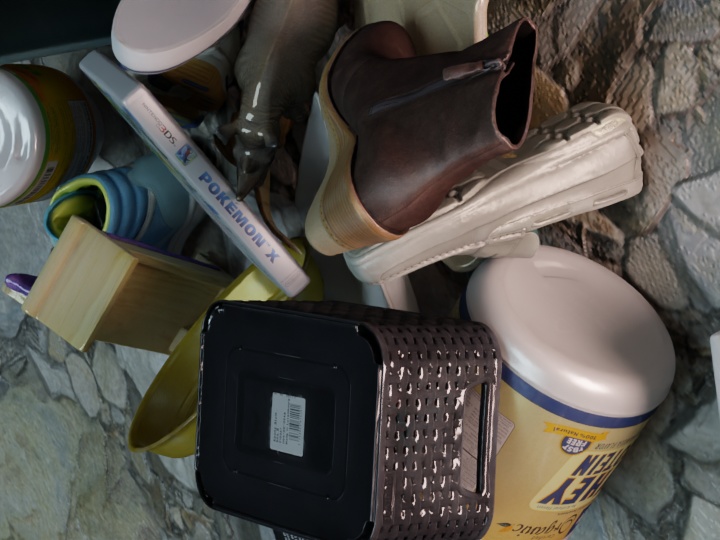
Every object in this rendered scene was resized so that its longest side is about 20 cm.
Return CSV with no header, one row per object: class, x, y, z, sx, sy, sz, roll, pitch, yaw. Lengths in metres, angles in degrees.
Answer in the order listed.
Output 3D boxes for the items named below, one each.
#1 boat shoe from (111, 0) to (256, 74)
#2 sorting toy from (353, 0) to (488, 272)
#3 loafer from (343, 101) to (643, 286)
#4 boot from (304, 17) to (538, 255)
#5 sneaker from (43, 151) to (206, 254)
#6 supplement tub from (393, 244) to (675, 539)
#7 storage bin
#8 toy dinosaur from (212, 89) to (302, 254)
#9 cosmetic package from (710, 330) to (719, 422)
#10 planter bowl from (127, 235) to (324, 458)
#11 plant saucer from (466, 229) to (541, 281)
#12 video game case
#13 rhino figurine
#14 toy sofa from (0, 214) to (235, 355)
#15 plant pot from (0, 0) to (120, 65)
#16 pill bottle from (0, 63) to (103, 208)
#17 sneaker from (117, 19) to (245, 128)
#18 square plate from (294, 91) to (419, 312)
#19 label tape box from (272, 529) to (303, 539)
boat shoe,-0.107,-0.181,1.367,0.071,0.200,0.070,20,135,12
sorting toy,0.044,-0.123,1.314,0.185,0.036,0.201,-138,44,-55
loafer,0.086,-0.035,1.222,0.070,0.200,0.070,68,171,-22
boot,0.047,-0.105,1.186,0.072,0.200,0.166,38,133,-25
sneaker,-0.208,-0.024,1.607,0.080,0.130,0.200,56,141,22
supplement tub,0.098,0.099,1.288,0.144,0.144,0.200,45,127,23
storage bin,-0.013,0.092,1.240,0.200,0.094,0.136,7,95,54
toy dinosaur,-0.073,-0.099,1.421,0.106,0.060,0.201,120,151,-76
cosmetic package,0.269,0.116,1.161,0.074,0.102,0.201,7,114,46
planter bowl,-0.075,0.077,1.457,0.083,0.201,0.200,40,144,-15
plant saucer,0.104,0.011,1.361,0.070,0.019,0.201,-2,107,49
video game case,-0.121,-0.073,1.416,0.182,0.022,0.200,50,177,-20
rhino figurine,-0.055,-0.137,1.344,0.060,0.200,0.087,17,161,3
toy sofa,-0.178,0.014,1.537,0.098,0.200,0.083,34,97,26
plant pot,-0.262,-0.297,1.494,0.200,0.195,0.197,52,141,33
pill bottle,-0.273,-0.108,1.582,0.111,0.200,0.111,1,95,11
sneaker,-0.131,-0.164,1.510,0.200,0.075,0.088,-2,64,65
square plate,0.000,0.000,1.388,0.198,0.028,0.200,106,147,-69
label tape box,0.000,0.153,1.520,0.200,0.066,0.144,-8,103,52
